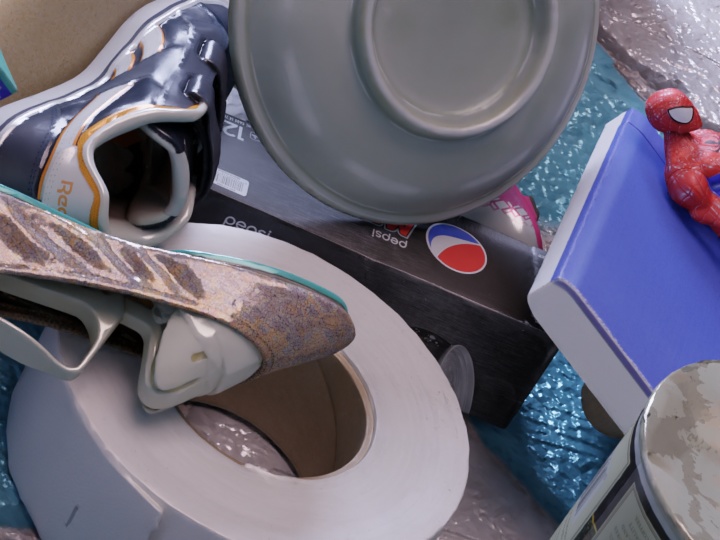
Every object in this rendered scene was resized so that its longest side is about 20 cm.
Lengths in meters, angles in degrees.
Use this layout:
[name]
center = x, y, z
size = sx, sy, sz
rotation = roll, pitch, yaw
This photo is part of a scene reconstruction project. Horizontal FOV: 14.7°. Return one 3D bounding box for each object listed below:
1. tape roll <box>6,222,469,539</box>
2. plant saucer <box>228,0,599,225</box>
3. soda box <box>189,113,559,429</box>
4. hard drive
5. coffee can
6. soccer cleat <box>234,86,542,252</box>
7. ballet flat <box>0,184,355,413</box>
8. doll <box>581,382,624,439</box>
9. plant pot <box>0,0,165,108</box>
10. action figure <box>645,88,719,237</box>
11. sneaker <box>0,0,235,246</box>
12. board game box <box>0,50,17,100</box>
[tape roll]
center = -0.055, 0.074, 1.242
size = 0.201, 0.071, 0.203
rotation = 19, 39, -16
[plant saucer]
center = 0.037, -0.117, 1.304
size = 0.199, 0.202, 0.050
rotation = 6, 8, -29
[soda box]
center = 0.000, 0.000, 1.360
size = 0.199, 0.071, 0.064
rotation = 23, 37, -11
[hard drive]
center = 0.146, 0.015, 1.343
size = 0.132, 0.025, 0.200
rotation = 52, 28, -12
[coffee can]
center = 0.135, 0.157, 1.173
size = 0.146, 0.200, 0.147
rotation = 19, 40, -16
[soccer cleat]
center = 0.008, -0.054, 1.435
size = 0.086, 0.070, 0.200
rotation = -16, 51, -40
[ballet flat]
center = -0.100, 0.021, 1.173
size = 0.199, 0.068, 0.068
rotation = 17, 59, -10
[doll]
center = 0.138, 0.024, 1.406
size = 0.200, 0.048, 0.137
rotation = -64, 135, -60
[plant pot]
center = -0.180, -0.126, 1.313
size = 0.187, 0.188, 0.201
rotation = 28, 51, -4
[action figure]
center = 0.209, -0.019, 1.408
size = 0.200, 0.052, 0.066
rotation = 44, 33, -21
[sneaker]
center = -0.094, -0.062, 1.263
size = 0.079, 0.079, 0.200
rotation = 17, 35, 24
[board game box]
center = -0.262, -0.095, 1.206
size = 0.199, 0.045, 0.153
rotation = -28, 54, 2
